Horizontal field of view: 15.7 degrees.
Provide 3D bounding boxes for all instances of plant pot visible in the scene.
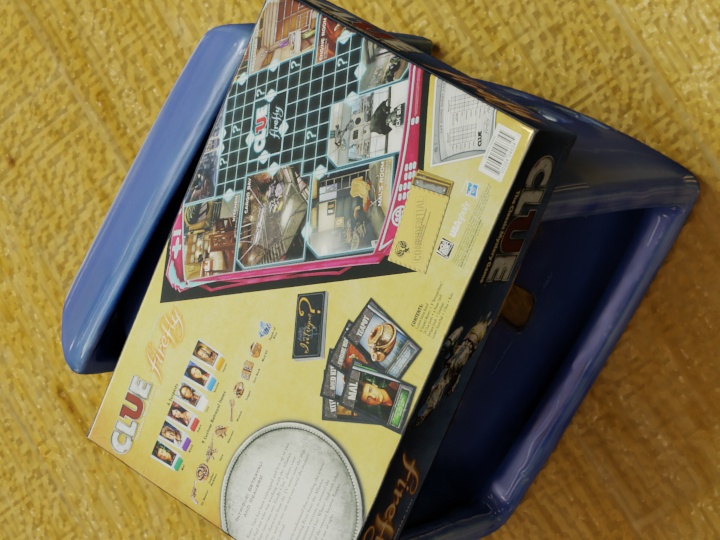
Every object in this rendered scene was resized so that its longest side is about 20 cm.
[{"bbox_3d":[0.000,0.000,1.139,0.180,0.200,0.201,36,109,22],"label":"plant pot"}]

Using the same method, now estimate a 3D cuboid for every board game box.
[{"bbox_3d":[-0.015,0.008,1.016,0.135,0.035,0.201,31,105,29],"label":"board game box"}]
